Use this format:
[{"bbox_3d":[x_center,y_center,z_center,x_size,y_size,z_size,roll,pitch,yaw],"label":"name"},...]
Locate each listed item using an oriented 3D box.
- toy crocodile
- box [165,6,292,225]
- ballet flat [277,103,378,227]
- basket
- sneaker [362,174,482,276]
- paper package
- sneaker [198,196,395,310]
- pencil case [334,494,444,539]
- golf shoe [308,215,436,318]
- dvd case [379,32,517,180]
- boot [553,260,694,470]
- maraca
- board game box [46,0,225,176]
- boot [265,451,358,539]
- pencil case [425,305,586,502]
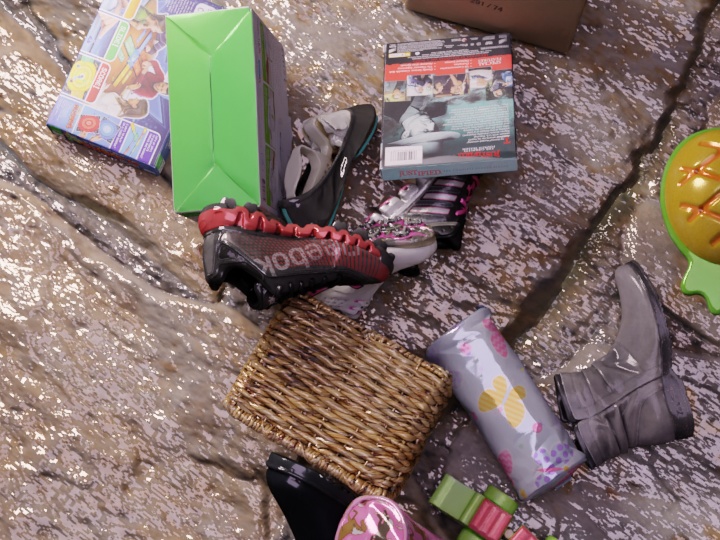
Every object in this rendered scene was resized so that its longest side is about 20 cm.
[{"bbox_3d":[0.158,0.278,1.517,0.199,0.062,0.068,38,80,10],"label":"toy crocodile"},{"bbox_3d":[-0.132,-0.152,1.553,0.095,0.176,0.203,-4,86,7],"label":"box"},{"bbox_3d":[-0.036,-0.122,1.577,0.068,0.068,0.201,44,47,-26],"label":"ballet flat"},{"bbox_3d":[-0.024,0.137,1.512,0.198,0.143,0.150,28,75,5],"label":"basket"},{"bbox_3d":[0.094,-0.068,1.597,0.199,0.074,0.088,-40,78,-2],"label":"sneaker"},{"bbox_3d":[0.152,-0.334,1.597,0.198,0.191,0.105,17,78,4],"label":"paper package"},{"bbox_3d":[-0.064,-0.002,1.448,0.198,0.071,0.099,11,69,-13],"label":"sneaker"},{"bbox_3d":[0.049,0.286,1.446,0.086,0.200,0.084,10,69,35],"label":"pencil case"},{"bbox_3d":[0.000,0.000,1.555,0.198,0.073,0.093,-12,104,34],"label":"golf shoe"},{"bbox_3d":[0.094,-0.178,1.595,0.144,0.022,0.202,-4,47,7],"label":"dvd case"},{"bbox_3d":[0.261,0.096,1.557,0.130,0.070,0.202,-15,72,4],"label":"boot"},{"bbox_3d":[0.385,-0.054,1.565,0.135,0.107,0.203,-5,76,8],"label":"maraca"},{"bbox_3d":[-0.247,-0.223,1.662,0.134,0.034,0.202,22,78,6],"label":"board game box"},{"bbox_3d":[-0.055,0.292,1.468,0.076,0.200,0.169,16,70,46],"label":"boot"},{"bbox_3d":[0.148,0.138,1.536,0.083,0.091,0.201,-33,78,-1],"label":"pencil case"}]
